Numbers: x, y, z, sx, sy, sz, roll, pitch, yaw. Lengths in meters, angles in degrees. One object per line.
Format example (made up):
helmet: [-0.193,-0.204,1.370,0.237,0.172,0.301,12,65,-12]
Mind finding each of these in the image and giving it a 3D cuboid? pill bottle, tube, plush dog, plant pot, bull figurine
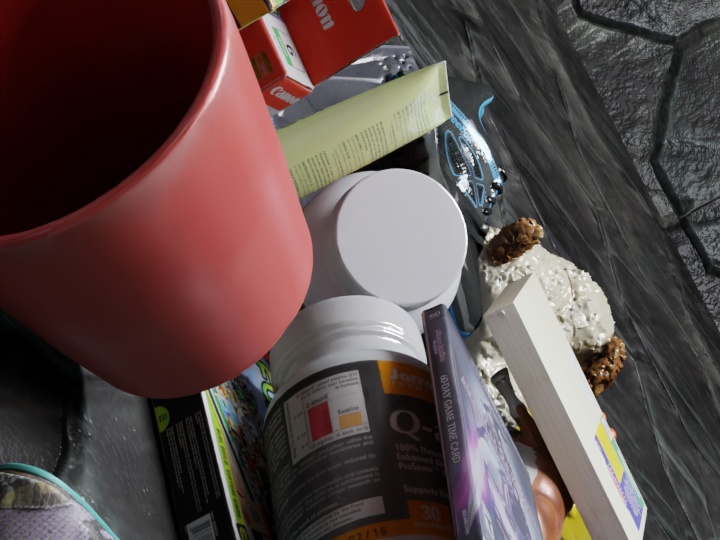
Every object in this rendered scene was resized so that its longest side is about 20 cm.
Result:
pill bottle: [0.000,0.000,1.212,0.113,0.112,0.200,62,-19,4]
tube: [-0.030,-0.079,1.246,0.058,0.199,0.052,-126,-169,-72]
plush dog: [0.140,0.026,1.569,0.171,0.161,0.200,12,35,-45]
plant pot: [-0.122,-0.040,0.966,0.178,0.199,0.201,56,15,-47]
bull figurine: [0.110,0.145,1.317,0.122,0.065,0.200,55,15,-8]
pill bottle: [0.005,0.118,1.060,0.116,0.116,0.201,45,23,-42]

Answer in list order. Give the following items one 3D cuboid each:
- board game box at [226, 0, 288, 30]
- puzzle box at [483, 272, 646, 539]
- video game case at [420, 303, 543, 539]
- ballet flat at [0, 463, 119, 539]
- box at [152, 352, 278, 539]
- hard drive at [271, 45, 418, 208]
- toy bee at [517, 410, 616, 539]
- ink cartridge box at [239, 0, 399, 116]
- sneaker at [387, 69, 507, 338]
board game box: [-0.162,-0.206,1.126,0.201,0.165,0.057,59,17,-8]
puzzle box: [0.149,0.105,1.333,0.201,0.025,0.133,64,14,-2]
video game case: [0.074,0.130,1.018,0.201,0.019,0.143,-95,161,-55]
ballet flat: [-0.116,0.162,0.870,0.200,0.072,0.072,45,23,-43]
box: [-0.078,0.101,1.105,0.110,0.035,0.201,40,27,-52]
hard drive: [-0.035,-0.094,1.350,0.199,0.042,0.136,-10,67,-29]
toy bee: [0.160,0.157,1.589,0.131,0.108,0.200,51,20,-26]
ink cartridge box: [-0.086,-0.148,1.192,0.110,0.199,0.050,65,17,15]
sneaker: [0.070,-0.049,1.306,0.073,0.081,0.201,132,-46,-62]
